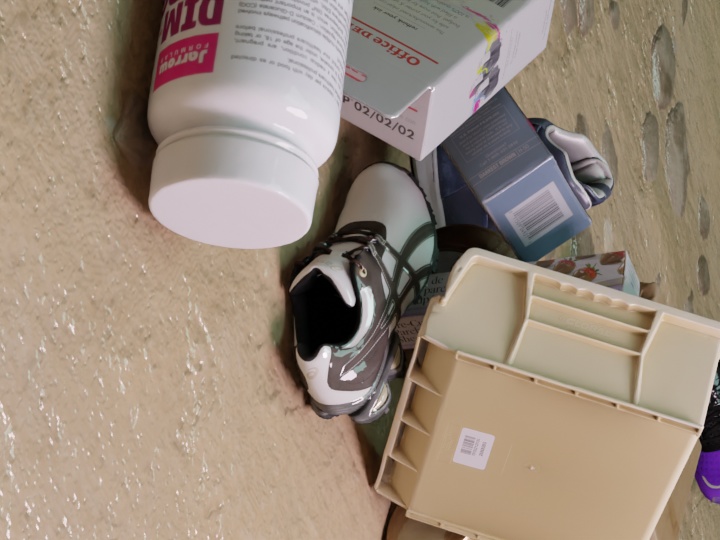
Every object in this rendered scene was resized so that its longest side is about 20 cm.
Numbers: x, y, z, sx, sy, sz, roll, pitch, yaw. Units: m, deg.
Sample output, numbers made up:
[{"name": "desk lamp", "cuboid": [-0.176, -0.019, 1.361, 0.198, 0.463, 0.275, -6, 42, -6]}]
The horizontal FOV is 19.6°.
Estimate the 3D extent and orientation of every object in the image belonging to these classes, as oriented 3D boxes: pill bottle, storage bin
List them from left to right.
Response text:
[{"name": "pill bottle", "cuboid": [-0.065, -0.122, 1.233, 0.113, 0.113, 0.200, 46, 44, -56]}, {"name": "storage bin", "cuboid": [0.127, 0.103, 1.440, 0.200, 0.198, 0.094, 104, 5, -50]}]

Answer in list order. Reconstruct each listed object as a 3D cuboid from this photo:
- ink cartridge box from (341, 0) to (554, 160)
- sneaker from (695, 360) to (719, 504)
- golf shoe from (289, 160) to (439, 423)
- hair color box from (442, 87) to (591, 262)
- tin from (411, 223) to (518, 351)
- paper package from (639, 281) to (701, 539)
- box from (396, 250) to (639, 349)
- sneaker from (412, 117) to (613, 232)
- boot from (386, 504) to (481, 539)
[{"name": "ink cartridge box", "cuboid": [0.030, -0.151, 1.404, 0.200, 0.115, 0.068, -42, 153, -38]}, {"name": "sneaker", "cuboid": [0.389, 0.158, 2.310, 0.100, 0.070, 0.200, 49, 38, -44]}, {"name": "golf shoe", "cuboid": [0.000, 0.000, 1.409, 0.094, 0.078, 0.200, 53, 38, -51]}, {"name": "hair color box", "cuboid": [0.082, -0.109, 1.507, 0.200, 0.061, 0.099, 58, 4, 35]}, {"name": "tin", "cuboid": [0.113, 0.048, 1.532, 0.112, 0.200, 0.042, -60, 170, 28]}, {"name": "paper package", "cuboid": [0.223, 0.142, 1.869, 0.191, 0.103, 0.200, -63, 142, -49]}, {"name": "box", "cuboid": [0.096, 0.023, 1.470, 0.041, 0.200, 0.039, 62, 30, -44]}, {"name": "sneaker", "cuboid": [0.128, -0.023, 1.627, 0.077, 0.146, 0.202, -51, 133, -60]}, {"name": "boot", "cuboid": [0.062, 0.251, 1.534, 0.144, 0.071, 0.201, 72, 29, -43]}]
